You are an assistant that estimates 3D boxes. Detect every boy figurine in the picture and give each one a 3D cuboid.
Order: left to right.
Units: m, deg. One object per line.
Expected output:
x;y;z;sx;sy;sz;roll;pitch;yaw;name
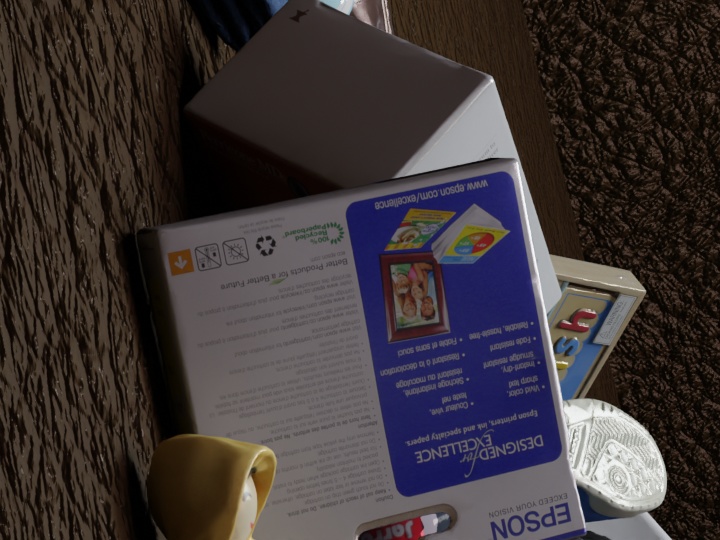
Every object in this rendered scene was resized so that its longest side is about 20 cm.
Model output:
-0.054;0.173;1.189;0.124;0.064;0.200;-10;92;-68;boy figurine

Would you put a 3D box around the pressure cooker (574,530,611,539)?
0.089;0.269;1.566;0.176;0.200;0.179;64;-18;12;pressure cooker

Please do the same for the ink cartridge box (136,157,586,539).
0.002;0.058;1.282;0.047;0.197;0.200;-175;-106;-70;ink cartridge box

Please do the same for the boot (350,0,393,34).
0.012;-0.183;1.971;0.186;0.064;0.200;-36;112;-65;boot

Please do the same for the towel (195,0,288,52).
-0.080;-0.235;1.546;0.112;0.048;0.200;63;18;-59;towel

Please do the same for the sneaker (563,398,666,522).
0.093;0.131;1.598;0.200;0.111;0.077;6;66;-41;sneaker

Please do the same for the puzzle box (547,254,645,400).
0.084;0.076;1.627;0.200;0.133;0.025;-63;-143;24;puzzle box

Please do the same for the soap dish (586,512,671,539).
0.137;0.205;1.768;0.200;0.081;0.157;47;37;16;soap dish

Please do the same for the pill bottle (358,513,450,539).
-0.007;0.116;1.365;0.120;0.119;0.200;-41;119;-79;pill bottle

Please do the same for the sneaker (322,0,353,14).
-0.046;-0.267;1.682;0.131;0.079;0.200;58;22;-72;sneaker

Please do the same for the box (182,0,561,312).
0.010;-0.037;1.462;0.106;0.152;0.200;-47;142;-20;box
